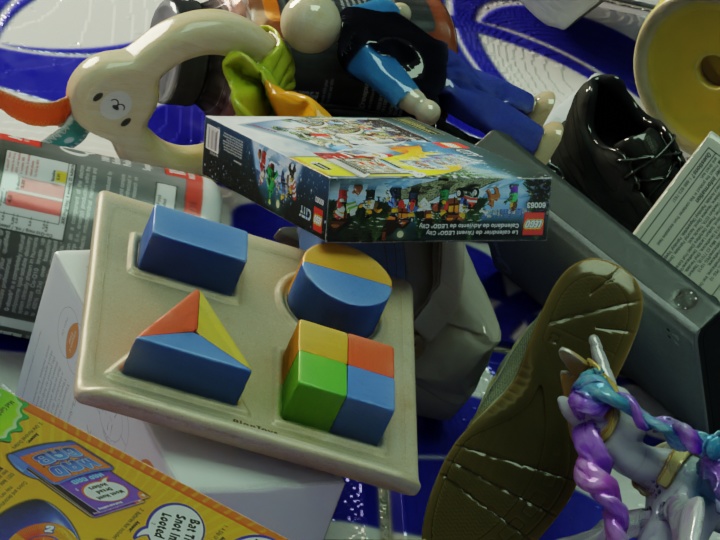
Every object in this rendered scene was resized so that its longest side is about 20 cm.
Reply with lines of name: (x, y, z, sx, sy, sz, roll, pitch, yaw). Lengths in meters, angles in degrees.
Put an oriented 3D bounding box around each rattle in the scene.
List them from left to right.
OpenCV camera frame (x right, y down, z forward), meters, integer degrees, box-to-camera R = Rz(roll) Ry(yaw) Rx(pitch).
rattle: (-0.124, -0.080, 1.756, 0.199, 0.130, 0.143, -4, 51, -25)

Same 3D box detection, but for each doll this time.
doll: (0.038, -0.128, 1.814, 0.200, 0.049, 0.137, 26, 28, -20)

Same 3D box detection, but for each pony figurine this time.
pony figurine: (0.164, 0.154, 1.513, 0.200, 0.166, 0.194, 34, 55, -27)

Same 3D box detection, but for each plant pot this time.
plant pot: (0.296, -0.169, 2.005, 0.200, 0.201, 0.189, 33, 37, 21)

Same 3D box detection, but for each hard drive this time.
hard drive: (0.153, 0.009, 1.743, 0.033, 0.140, 0.200, -41, 59, -14)

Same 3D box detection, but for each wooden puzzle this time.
wooden puzzle: (-0.053, 0.026, 1.471, 0.185, 0.046, 0.200, 16, 31, -12)

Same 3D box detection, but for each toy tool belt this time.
toy tool belt: (0.000, 0.000, 1.694, 0.123, 0.125, 0.200, 11, 32, -26)

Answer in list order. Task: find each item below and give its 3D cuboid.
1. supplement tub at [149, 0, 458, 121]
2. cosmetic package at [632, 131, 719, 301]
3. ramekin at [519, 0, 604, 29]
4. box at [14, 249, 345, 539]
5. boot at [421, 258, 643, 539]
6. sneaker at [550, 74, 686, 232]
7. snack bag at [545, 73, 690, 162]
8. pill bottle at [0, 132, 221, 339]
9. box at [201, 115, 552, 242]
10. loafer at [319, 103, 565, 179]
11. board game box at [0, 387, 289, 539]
supplement tub: (-0.041, -0.143, 1.892, 0.199, 0.107, 0.107, 3, 36, -23)
cosmetic package: (0.271, 0.012, 1.765, 0.200, 0.103, 0.087, 39, 2, 7)
ramekin: (0.185, -0.270, 2.106, 0.105, 0.200, 0.200, 52, 39, 0)
box: (-0.104, 0.096, 1.500, 0.097, 0.125, 0.200, -1, 38, -29)
boot: (0.100, 0.094, 1.630, 0.072, 0.200, 0.155, 28, -6, 4)
sneaker: (0.194, -0.046, 1.853, 0.076, 0.091, 0.200, -28, 64, -21)
snack bag: (0.207, -0.066, 1.977, 0.188, 0.021, 0.200, 29, 35, 17)
pill bottle: (-0.189, -0.018, 1.632, 0.199, 0.116, 0.116, 12, 34, -9)
box: (0.006, -0.055, 1.610, 0.136, 0.038, 0.200, 0, 13, -23)
loafer: (0.047, -0.071, 1.858, 0.200, 0.071, 0.068, 8, 43, -14)
board game box: (-0.158, 0.210, 1.243, 0.199, 0.200, 0.200, 26, 34, 13)
